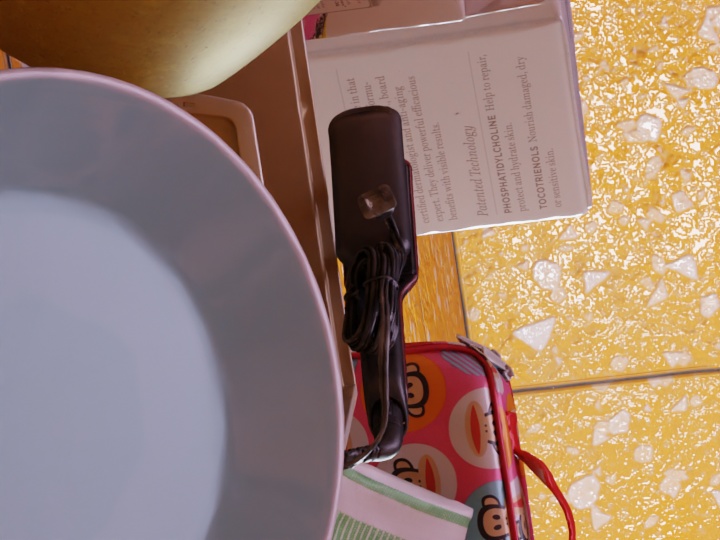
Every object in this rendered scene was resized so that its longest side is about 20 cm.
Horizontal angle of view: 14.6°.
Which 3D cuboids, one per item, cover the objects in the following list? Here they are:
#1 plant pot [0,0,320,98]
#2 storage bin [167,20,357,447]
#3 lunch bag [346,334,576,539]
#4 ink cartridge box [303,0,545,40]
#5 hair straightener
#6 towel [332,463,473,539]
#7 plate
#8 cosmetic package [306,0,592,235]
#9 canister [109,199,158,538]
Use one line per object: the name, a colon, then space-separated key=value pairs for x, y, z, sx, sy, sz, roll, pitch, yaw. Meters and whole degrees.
plant pot: x=-0.072 y=-0.145 z=0.957 sx=0.200 sy=0.199 sz=0.142 roll=-86 pitch=-166 yaw=-60
storage bin: x=-0.066 y=-0.005 z=1.170 sx=0.200 sy=0.093 sz=0.199 roll=-75 pitch=158 yaw=-73
lunch bag: x=0.024 y=0.136 z=1.472 sx=0.082 sy=0.175 sz=0.201 roll=30 pitch=54 yaw=-82
ink cartridge box: x=-0.013 y=-0.174 z=1.342 sx=0.068 sy=0.199 sz=0.117 roll=77 pitch=9 yaw=-49
hair straightener: x=0.000 y=0.000 z=1.219 sx=0.077 sy=0.041 sz=0.200 roll=77 pitch=13 yaw=-47
towel: x=-0.006 y=0.196 z=1.362 sx=0.152 sy=0.023 sz=0.201 roll=26 pitch=70 yaw=-50
plate: x=-0.088 y=0.046 z=0.762 sx=0.200 sy=0.026 sz=0.201 roll=2 pitch=87 yaw=-41
cosmetic package: x=0.023 y=-0.133 z=1.625 sx=0.167 sy=0.199 sz=0.168 roll=75 pitch=10 yaw=-50
canister: x=-0.096 y=0.025 z=0.904 sx=0.200 sy=0.086 sz=0.149 roll=-59 pitch=142 yaw=-83
